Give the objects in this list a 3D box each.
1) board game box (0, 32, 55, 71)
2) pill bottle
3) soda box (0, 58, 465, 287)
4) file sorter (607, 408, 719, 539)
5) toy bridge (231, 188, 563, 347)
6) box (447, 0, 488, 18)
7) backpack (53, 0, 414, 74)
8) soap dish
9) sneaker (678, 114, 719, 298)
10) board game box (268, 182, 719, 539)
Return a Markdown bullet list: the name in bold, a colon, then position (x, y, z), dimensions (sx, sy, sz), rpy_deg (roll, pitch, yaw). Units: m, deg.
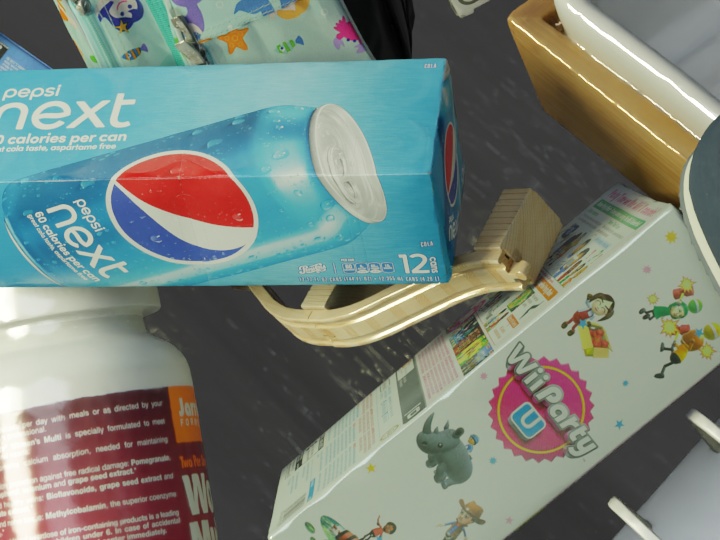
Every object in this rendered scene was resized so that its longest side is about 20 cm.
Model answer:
- **board game box**: position (-0.198, -0.011, 0.964), dimensions (0.152, 0.045, 0.201), rpy_deg (35, 87, 21)
- **pill bottle**: position (-0.121, 0.092, 0.862), dimensions (0.109, 0.110, 0.202), rpy_deg (-11, 84, 14)
- **soda box**: position (-0.061, -0.038, 0.795), dimensions (0.198, 0.064, 0.068), rpy_deg (-1, 47, 12)
- **file sorter**: position (0.151, 0.136, 0.774), dimensions (0.139, 0.125, 0.200), rpy_deg (42, 90, 22)
- **toy bridge**: position (0.000, 0.000, 0.847), dimensions (0.199, 0.027, 0.067), rpy_deg (0, 54, 49)
- **box**: position (0.059, -0.209, 0.877), dimensions (0.116, 0.060, 0.201), rpy_deg (-28, 38, 9)
- **backpack**: position (-0.060, -0.140, 0.870), dimensions (0.150, 0.200, 0.178), rpy_deg (-31, 29, 8)
- **soap dish**: position (0.182, -0.073, 0.816), dimensions (0.157, 0.081, 0.200), rpy_deg (-36, 64, -27)
- **sneaker**: position (0.178, 0.027, 0.676), dimensions (0.070, 0.082, 0.201), rpy_deg (-31, 78, -12)
- **board game box**: position (0.059, 0.053, 0.807), dimensions (0.200, 0.148, 0.064), rpy_deg (-41, 95, 4)
